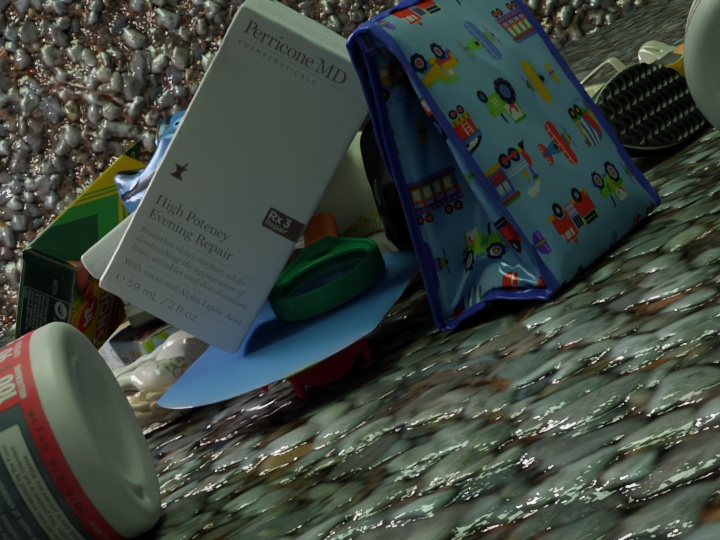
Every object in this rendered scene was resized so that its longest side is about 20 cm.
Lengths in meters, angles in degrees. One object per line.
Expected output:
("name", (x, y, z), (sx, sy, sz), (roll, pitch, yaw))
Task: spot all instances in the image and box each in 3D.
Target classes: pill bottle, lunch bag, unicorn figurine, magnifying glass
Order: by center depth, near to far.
("pill bottle", (-0.216, 0.121, 0.834), (0.199, 0.120, 0.120), (-27, 7, 3))
("lunch bag", (0.075, -0.091, 0.967), (0.094, 0.201, 0.150), (-20, 9, 40))
("pill bottle", (0.265, -0.147, 1.031), (0.115, 0.116, 0.200), (-24, 7, 17))
("magnifying glass", (-0.025, -0.008, 1.096), (0.079, 0.022, 0.200), (-26, 16, 4))
("unicorn figurine", (-0.135, 0.066, 1.178), (0.137, 0.074, 0.200), (-27, 26, 19))

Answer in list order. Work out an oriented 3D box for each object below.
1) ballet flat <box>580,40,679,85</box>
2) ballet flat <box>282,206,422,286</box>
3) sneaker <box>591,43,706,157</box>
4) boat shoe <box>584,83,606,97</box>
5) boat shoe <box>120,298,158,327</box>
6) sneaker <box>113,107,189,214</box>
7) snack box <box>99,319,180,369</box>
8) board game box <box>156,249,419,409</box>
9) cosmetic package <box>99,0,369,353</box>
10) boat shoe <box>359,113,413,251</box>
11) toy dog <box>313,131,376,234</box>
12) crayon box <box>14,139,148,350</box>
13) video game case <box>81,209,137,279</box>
("ballet flat", (0.246, -0.161, 1.416), (0.199, 0.068, 0.068), (-21, 8, 38))
("ballet flat", (0.000, 0.000, 1.198), (0.199, 0.071, 0.071), (-21, 9, 34))
("sneaker", (0.228, -0.124, 1.268), (0.200, 0.070, 0.090), (-32, -6, -41))
("boat shoe", (0.145, -0.111, 1.416), (0.200, 0.074, 0.063), (-14, 7, 30))
("boat shoe", (-0.145, -0.015, 1.348), (0.074, 0.065, 0.202), (-22, 10, 28))
("sneaker", (-0.111, -0.107, 1.247), (0.200, 0.079, 0.066), (-40, 0, 19))
("snack box", (-0.136, 0.047, 1.351), (0.142, 0.053, 0.200), (-28, 8, -19))
("board game box", (-0.031, 0.050, 1.022), (0.157, 0.039, 0.200), (-19, 16, 27))
("cosmetic package", (-0.072, -0.061, 1.005), (0.201, 0.101, 0.074), (-62, 6, 16))
("boat shoe", (0.041, -0.036, 1.059), (0.066, 0.057, 0.200), (-9, -30, 12))
("toy dog", (0.049, -0.076, 1.244), (0.199, 0.140, 0.194), (-29, -3, 30))
("crayon box", (-0.214, -0.009, 1.336), (0.200, 0.051, 0.128), (-57, -15, -53))
("video game case", (-0.097, -0.060, 1.145), (0.200, 0.023, 0.182), (-40, -4, 2))
